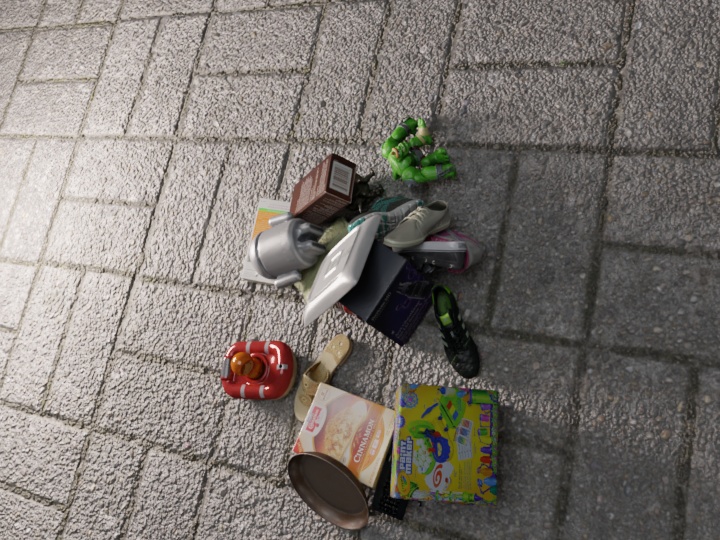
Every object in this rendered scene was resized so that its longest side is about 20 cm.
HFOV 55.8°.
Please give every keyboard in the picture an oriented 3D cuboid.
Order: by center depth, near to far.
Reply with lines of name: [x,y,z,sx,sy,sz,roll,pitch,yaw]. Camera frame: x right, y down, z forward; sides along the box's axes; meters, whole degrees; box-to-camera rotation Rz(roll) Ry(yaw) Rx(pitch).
keyboard: [0.099,0.386,1.339,0.102,0.040,0.205,23,78,-15]

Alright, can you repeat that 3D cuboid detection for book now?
book: [-0.206,-0.067,1.660,0.130,0.048,0.205,9,78,23]

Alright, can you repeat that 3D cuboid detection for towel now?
towel: [-0.077,-0.023,1.559,0.201,0.036,0.148,-52,33,5]

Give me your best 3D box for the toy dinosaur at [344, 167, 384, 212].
toy dinosaur: [-0.004,-0.173,1.566,0.100,0.077,0.203,-23,41,19]

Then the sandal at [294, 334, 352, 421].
sandal: [-0.099,0.229,1.497,0.077,0.069,0.214,33,89,32]

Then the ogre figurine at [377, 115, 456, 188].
ogre figurine: [0.122,-0.260,1.545,0.118,0.098,0.203,-30,77,-7]

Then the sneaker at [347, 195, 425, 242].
sneaker: [0.047,-0.117,1.505,0.091,0.196,0.079,34,133,46]

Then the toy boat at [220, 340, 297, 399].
toy boat: [-0.243,0.219,1.534,0.195,0.130,0.134,-4,72,24]

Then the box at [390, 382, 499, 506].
box: [0.156,0.328,1.281,0.187,0.122,0.206,5,73,0]

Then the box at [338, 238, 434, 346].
box: [0.056,0.048,1.408,0.104,0.199,0.150,34,89,33]

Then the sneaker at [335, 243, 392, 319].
sneaker: [0.000,0.000,1.524,0.114,0.078,0.203,18,72,35]

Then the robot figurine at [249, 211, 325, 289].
robot figurine: [-0.174,-0.048,1.553,0.196,0.112,0.174,-19,68,30]

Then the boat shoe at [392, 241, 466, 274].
boat shoe: [0.139,-0.025,1.397,0.197,0.069,0.068,0,92,47]

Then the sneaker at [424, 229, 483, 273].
sneaker: [0.185,-0.047,1.456,0.199,0.087,0.083,31,118,48]

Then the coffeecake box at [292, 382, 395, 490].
coffeecake box: [-0.020,0.344,1.412,0.196,0.073,0.157,15,72,28]

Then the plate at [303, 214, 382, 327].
plate: [-0.044,-0.006,1.371,0.199,0.032,0.202,-40,21,44]

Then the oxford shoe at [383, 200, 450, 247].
oxford shoe: [0.115,-0.096,1.385,0.074,0.198,0.059,21,125,37]

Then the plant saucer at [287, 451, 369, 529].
plant saucer: [-0.061,0.436,1.370,0.196,0.204,0.032,16,40,28]

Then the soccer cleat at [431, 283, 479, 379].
soccer cleat: [0.187,0.124,1.391,0.066,0.081,0.204,-25,66,16]

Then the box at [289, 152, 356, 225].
box: [-0.090,-0.174,1.555,0.199,0.074,0.103,-25,51,55]
